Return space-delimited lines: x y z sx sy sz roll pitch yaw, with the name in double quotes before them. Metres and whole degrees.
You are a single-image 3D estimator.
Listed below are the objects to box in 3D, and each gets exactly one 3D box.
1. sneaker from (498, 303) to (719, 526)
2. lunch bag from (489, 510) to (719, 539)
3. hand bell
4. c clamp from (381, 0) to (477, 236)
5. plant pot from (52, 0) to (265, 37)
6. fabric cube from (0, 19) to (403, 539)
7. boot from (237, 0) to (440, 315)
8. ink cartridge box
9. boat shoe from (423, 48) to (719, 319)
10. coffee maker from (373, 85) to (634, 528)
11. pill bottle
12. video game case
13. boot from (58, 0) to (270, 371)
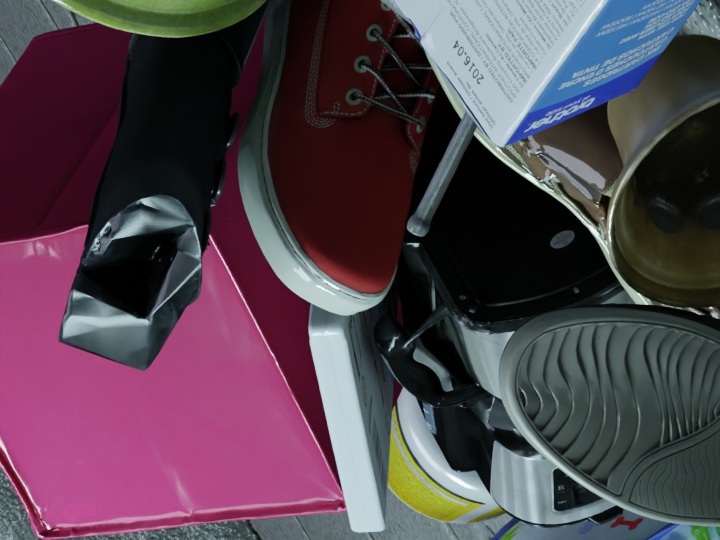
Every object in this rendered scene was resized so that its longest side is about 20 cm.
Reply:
"sneaker" 0.131 0.052 1.024 0.199 0.075 0.106 15 -172 -21
"lunch bag" 0.109 0.203 1.408 0.128 0.200 0.170 61 167 -8
"hand bell" 0.108 -0.088 1.026 0.200 0.104 0.104 -115 4 -46
"c clamp" 0.024 -0.134 1.059 0.027 0.171 0.200 23 -162 -35
"plant pot" -0.046 -0.219 0.994 0.190 0.200 0.201 -31 90 43
"fabric cube" -0.093 -0.003 1.373 0.199 0.200 0.197 -7 125 28
"boot" 0.017 -0.090 1.123 0.072 0.144 0.201 25 -135 -27
"ink cartridge box" 0.060 -0.139 0.895 0.137 0.076 0.200 56 144 16
"boat shoe" 0.106 -0.052 1.082 0.202 0.075 0.075 45 173 -16
"coffee maker" 0.079 -0.004 1.258 0.200 0.134 0.193 79 -170 -56
"pill bottle" 0.064 0.085 1.513 0.113 0.112 0.200 58 168 5
"video game case" 0.000 0.000 1.237 0.144 0.018 0.201 79 -168 -46
"boot" -0.076 -0.081 1.103 0.200 0.065 0.165 -75 -3 -51
